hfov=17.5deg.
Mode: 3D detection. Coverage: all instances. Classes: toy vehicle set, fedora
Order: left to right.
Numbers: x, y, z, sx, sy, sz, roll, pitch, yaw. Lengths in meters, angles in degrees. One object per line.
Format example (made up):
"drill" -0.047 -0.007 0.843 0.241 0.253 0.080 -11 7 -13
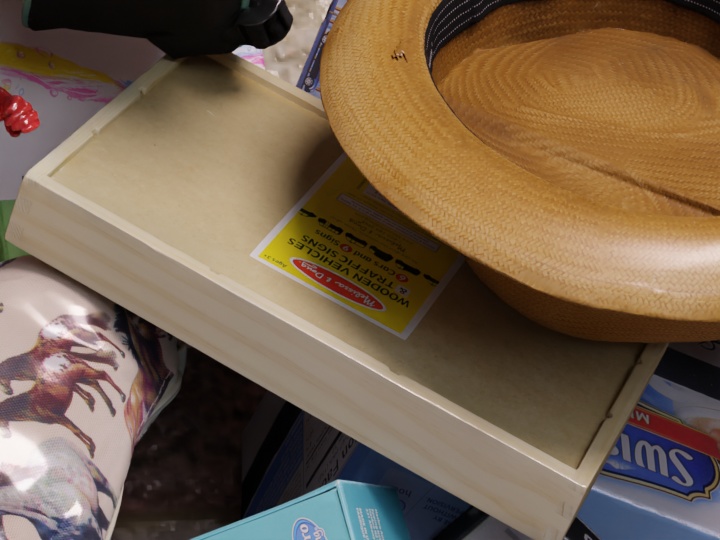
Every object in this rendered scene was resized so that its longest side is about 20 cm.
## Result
"toy vehicle set" 0.000 0.000 0.759 0.199 0.027 0.124 29 35 9
"fedora" 0.083 -0.036 0.738 0.199 0.082 0.201 0 45 0

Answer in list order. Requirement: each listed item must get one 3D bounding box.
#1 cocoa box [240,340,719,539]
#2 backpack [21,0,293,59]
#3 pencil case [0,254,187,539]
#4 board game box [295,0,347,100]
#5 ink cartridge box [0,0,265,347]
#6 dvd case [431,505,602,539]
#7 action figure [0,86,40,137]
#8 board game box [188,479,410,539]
"cocoa box" 0.069 0.090 0.837 0.199 0.134 0.132 22 32 -15
"backpack" -0.076 -0.192 0.761 0.152 0.176 0.201 10 71 -6
"pencil case" -0.109 0.081 0.706 0.089 0.078 0.201 22 45 -8
"board game box" 0.105 -0.028 0.872 0.199 0.062 0.200 28 9 29
"ink cartridge box" -0.100 -0.074 0.888 0.116 0.067 0.201 -3 71 -25
"dvd case" 0.036 0.178 0.778 0.150 0.200 0.025 43 23 -8
"action figure" -0.141 -0.062 0.722 0.065 0.201 0.099 -28 51 -19
"board game box" -0.061 0.171 0.740 0.047 0.199 0.152 16 54 -63
